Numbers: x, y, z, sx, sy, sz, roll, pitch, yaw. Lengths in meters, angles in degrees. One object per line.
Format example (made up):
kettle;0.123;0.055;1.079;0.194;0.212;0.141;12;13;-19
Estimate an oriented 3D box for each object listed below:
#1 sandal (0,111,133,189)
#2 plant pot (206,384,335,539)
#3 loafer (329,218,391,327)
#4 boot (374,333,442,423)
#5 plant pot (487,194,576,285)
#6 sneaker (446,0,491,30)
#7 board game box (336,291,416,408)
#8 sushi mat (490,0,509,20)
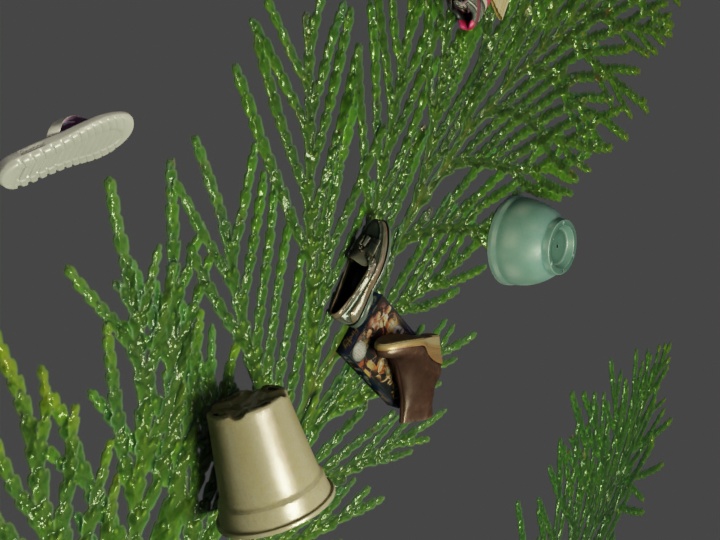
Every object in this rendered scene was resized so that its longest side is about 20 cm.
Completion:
sandal;-0.383;-0.171;1.193;0.202;0.083;0.050;-32;77;-38
plant pot;-0.157;0.290;1.460;0.199;0.199;0.186;-24;103;-42
loafer;0.000;0.000;1.648;0.062;0.071;0.203;20;85;-42
boot;0.090;0.205;1.732;0.199;0.072;0.169;3;94;-52
plant pot;0.388;-0.059;2.017;0.199;0.133;0.204;-12;106;-46
sneaker;0.183;-0.538;1.731;0.200;0.080;0.075;41;70;-45
board game box;0.046;0.153;1.754;0.200;0.034;0.137;49;62;-42
sushi mat;0.289;-0.602;1.852;0.096;0.012;0.202;56;44;-40
